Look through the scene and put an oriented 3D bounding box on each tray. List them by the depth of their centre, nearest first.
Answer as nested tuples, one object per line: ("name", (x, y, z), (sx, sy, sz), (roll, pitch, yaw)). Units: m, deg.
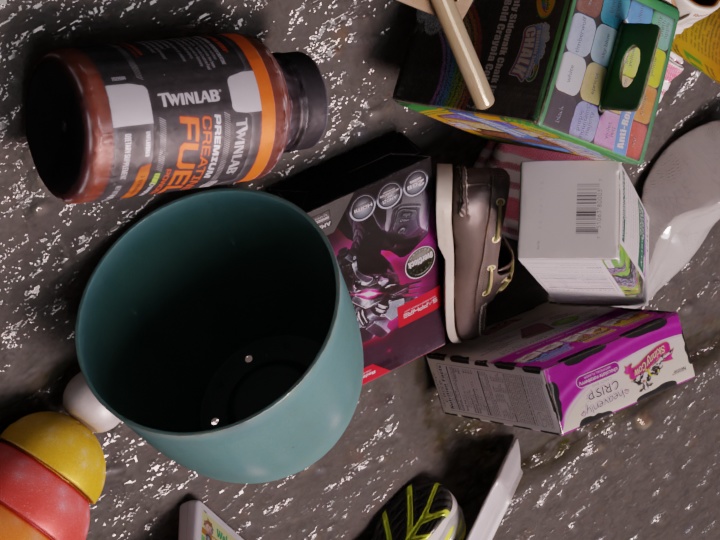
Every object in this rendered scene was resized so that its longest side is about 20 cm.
("tray", (0.102, 0.256, 1.925), (0.200, 0.022, 0.107), (-67, 173, 20))

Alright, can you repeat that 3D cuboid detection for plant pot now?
("plant pot", (-0.088, 0.065, 1.569), (0.200, 0.201, 0.161), (-40, 147, -7))

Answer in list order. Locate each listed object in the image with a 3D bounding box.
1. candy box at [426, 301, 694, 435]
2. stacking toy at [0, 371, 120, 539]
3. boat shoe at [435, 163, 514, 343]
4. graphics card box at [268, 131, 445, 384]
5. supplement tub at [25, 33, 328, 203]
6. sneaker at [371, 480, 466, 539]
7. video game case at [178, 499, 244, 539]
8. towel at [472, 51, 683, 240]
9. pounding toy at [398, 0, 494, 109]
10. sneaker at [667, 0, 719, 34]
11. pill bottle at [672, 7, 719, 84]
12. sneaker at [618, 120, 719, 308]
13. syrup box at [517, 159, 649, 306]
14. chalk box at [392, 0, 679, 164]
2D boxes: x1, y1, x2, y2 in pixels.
("candy box", (0.162, 0.079, 1.759), (0.136, 0.200, 0.061), (-21, 101, -23))
("stacking toy", (-0.239, 0.157, 1.586), (0.200, 0.146, 0.146), (-55, 139, -18))
("boat shoe", (0.094, -0.011, 1.713), (0.059, 0.072, 0.200), (-3, 139, 4))
("graphics card box", (0.000, 0.000, 1.685), (0.125, 0.051, 0.200), (-24, 132, -22))
("supplement tub", (-0.123, -0.109, 1.468), (0.200, 0.107, 0.107), (-10, 126, -32))
("sneaker", (0.023, 0.282, 1.891), (0.200, 0.075, 0.076), (-44, 136, 0))
("video game case", (-0.098, 0.314, 1.763), (0.022, 0.182, 0.200), (-16, 141, 21))
("towel", (0.171, -0.109, 1.752), (0.146, 0.030, 0.200), (13, 112, -42))
("pounding toy", (0.037, -0.247, 1.464), (0.184, 0.142, 0.200), (15, 110, -43))
("sneaker", (0.229, -0.199, 1.638), (0.073, 0.085, 0.200), (-20, 142, -29))
("pill bottle", (0.323, -0.190, 1.684), (0.111, 0.200, 0.111), (-20, 131, -25))
("sneaker", (0.283, -0.047, 1.866), (0.200, 0.075, 0.088), (-49, 150, 11))
("syrup box", (0.180, -0.027, 1.676), (0.200, 0.081, 0.079), (37, 55, -71))
("chalk box", (0.145, -0.155, 1.554), (0.124, 0.200, 0.125), (16, 89, -44))
